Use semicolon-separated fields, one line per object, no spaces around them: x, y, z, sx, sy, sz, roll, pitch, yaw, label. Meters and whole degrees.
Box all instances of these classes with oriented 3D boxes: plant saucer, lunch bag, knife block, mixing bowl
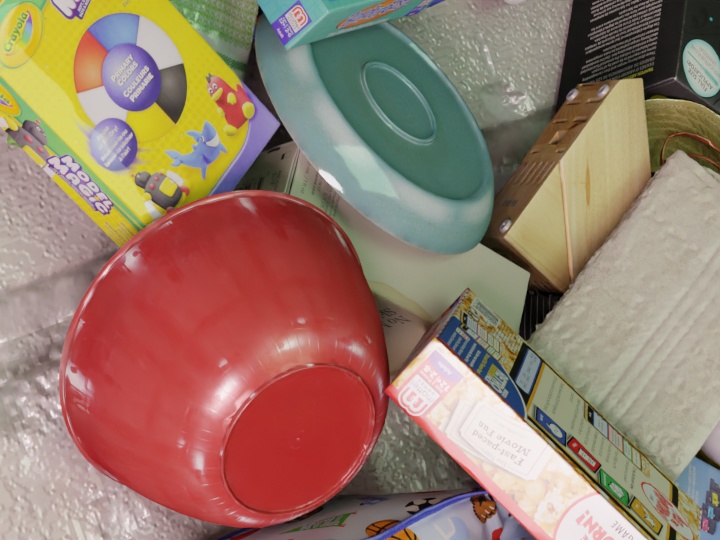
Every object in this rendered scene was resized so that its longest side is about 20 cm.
0.017;-0.100;1.211;0.199;0.027;0.201;34;33;-25;plant saucer
0.012;0.189;1.137;0.199;0.169;0.125;-22;98;-44;lunch bag
0.171;-0.006;1.317;0.175;0.064;0.201;40;79;-18;knife block
-0.057;0.068;1.081;0.199;0.108;0.202;-17;126;-25;mixing bowl

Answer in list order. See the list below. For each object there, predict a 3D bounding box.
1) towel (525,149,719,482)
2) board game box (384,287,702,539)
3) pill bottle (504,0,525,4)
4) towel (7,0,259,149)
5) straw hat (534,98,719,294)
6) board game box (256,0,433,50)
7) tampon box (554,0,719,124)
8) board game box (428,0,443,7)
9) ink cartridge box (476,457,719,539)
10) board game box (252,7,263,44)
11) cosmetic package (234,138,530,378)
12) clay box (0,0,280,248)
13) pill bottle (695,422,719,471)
0.202;0.028;1.246;0.132;0.035;0.200;38;70;8;towel
0.111;0.106;1.109;0.200;0.046;0.151;44;14;1;board game box
0.113;-0.305;1.394;0.109;0.109;0.201;-33;101;-41;pill bottle
-0.131;-0.146;1.152;0.148;0.031;0.202;20;71;-32;towel
0.194;-0.026;1.404;0.199;0.085;0.203;-1;94;-20;straw hat
-0.041;-0.243;1.197;0.152;0.045;0.201;-25;82;-53;board game box
0.254;-0.182;1.475;0.149;0.126;0.202;28;62;-33;tampon box
0.039;-0.284;1.284;0.097;0.159;0.201;-25;95;-49;board game box
0.169;0.165;1.302;0.199;0.136;0.077;28;60;-33;ink cartridge box
-0.107;-0.213;1.225;0.199;0.036;0.153;-21;94;-43;board game box
0.000;0.000;1.221;0.199;0.103;0.074;29;62;-31;cosmetic package
-0.148;-0.110;1.085;0.200;0.047;0.115;47;59;-23;clay box
0.269;0.104;1.351;0.110;0.200;0.112;2;66;-4;pill bottle
